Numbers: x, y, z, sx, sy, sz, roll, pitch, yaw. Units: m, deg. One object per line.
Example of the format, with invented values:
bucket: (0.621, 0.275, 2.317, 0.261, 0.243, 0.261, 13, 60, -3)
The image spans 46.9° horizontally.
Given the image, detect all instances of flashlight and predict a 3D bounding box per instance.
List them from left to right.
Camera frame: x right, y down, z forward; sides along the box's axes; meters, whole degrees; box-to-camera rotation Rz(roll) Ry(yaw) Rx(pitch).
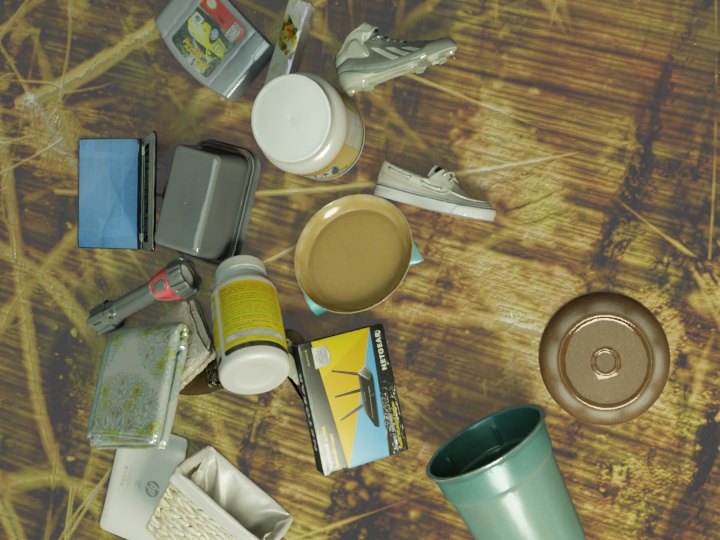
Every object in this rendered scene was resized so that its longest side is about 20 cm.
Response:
flashlight: (-0.367, 0.047, 1.413, 0.197, 0.069, 0.068, -27, 124, 17)

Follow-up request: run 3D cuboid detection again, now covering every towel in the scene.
towel: (-0.358, 0.188, 1.345, 0.168, 0.048, 0.205, -6, 67, 32)
towel: (-0.326, 0.151, 1.386, 0.200, 0.034, 0.133, -44, 49, 12)

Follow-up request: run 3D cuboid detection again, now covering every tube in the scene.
tube: (0.000, 0.000, 1.336, 0.197, 0.050, 0.079, -31, 81, 8)

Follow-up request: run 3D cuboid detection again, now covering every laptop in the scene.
laptop: (-0.410, -0.131, 1.391, 0.113, 0.199, 0.193, 0, 93, -21)

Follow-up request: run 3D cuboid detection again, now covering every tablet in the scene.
tablet: (-0.378, 0.372, 1.449, 0.127, 0.014, 0.205, 15, 95, 12)

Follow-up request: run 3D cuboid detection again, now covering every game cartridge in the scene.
game cartridge: (-0.248, -0.387, 1.385, 0.200, 0.041, 0.133, 46, 104, 8)

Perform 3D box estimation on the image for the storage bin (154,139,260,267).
storage bin: (-0.264, -0.115, 1.346, 0.142, 0.134, 0.205, 16, 94, 11)

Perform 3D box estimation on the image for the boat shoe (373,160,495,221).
boat shoe: (0.119, -0.128, 1.295, 0.195, 0.071, 0.072, 16, 94, 17)

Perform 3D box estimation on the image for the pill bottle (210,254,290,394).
pill bottle: (-0.177, 0.081, 1.308, 0.110, 0.113, 0.203, -23, 53, 12)

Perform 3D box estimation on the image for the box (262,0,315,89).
box: (-0.123, -0.338, 1.355, 0.038, 0.041, 0.205, 19, 97, 12)

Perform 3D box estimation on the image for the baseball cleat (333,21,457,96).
baseball cleat: (0.049, -0.348, 1.301, 0.195, 0.070, 0.109, -18, 88, 12)

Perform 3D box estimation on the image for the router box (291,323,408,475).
router box: (-0.016, 0.200, 1.308, 0.146, 0.051, 0.205, -13, 90, -19)

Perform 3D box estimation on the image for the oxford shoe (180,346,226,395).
oxford shoe: (-0.236, 0.164, 1.375, 0.195, 0.084, 0.075, -17, 90, 14)

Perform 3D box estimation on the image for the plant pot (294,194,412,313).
plant pot: (-0.010, -0.024, 1.312, 0.195, 0.028, 0.205, -7, 65, 15)

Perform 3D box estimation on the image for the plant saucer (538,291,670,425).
plant saucer: (0.370, 0.136, 1.261, 0.195, 0.037, 0.206, 0, 91, 12)

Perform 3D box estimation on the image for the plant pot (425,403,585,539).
plant pot: (0.225, 0.338, 1.229, 0.197, 0.200, 0.199, -27, 94, 12)

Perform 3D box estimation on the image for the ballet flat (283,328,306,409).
ballet flat: (-0.083, 0.187, 1.349, 0.070, 0.071, 0.202, -34, 85, 11)

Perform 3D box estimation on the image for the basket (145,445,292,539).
basket: (-0.232, 0.410, 1.357, 0.199, 0.135, 0.125, 38, 103, 9)

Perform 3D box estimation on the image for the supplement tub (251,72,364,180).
supplement tub: (-0.078, -0.218, 1.266, 0.141, 0.200, 0.149, 0, 92, 13)
